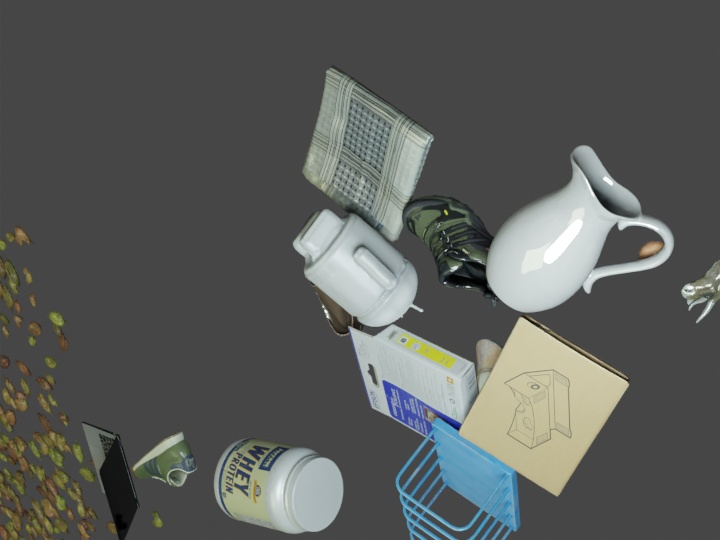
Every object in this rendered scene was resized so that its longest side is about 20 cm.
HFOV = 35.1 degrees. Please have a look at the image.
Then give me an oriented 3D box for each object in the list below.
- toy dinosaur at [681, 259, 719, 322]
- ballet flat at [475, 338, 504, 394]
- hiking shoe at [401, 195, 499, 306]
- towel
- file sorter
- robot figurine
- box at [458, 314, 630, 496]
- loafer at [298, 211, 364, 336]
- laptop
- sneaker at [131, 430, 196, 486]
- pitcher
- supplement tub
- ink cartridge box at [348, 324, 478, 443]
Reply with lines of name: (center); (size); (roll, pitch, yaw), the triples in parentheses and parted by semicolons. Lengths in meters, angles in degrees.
toy dinosaur: (0.452, 0.001, 1.241); (0.198, 0.077, 0.103); (5, 129, 36)
ballet flat: (0.207, 0.192, 1.581); (0.068, 0.067, 0.201); (-29, 93, 49)
hiking shoe: (0.124, -0.030, 1.499); (0.199, 0.100, 0.076); (32, 132, 25)
towel: (0.002, -0.157, 1.589); (0.192, 0.034, 0.201); (37, 136, 21)
file sorter: (0.139, 0.337, 1.645); (0.138, 0.123, 0.201); (30, 154, 27)
robot figurine: (0.000, 0.000, 1.607); (0.199, 0.113, 0.169); (40, 172, -12)
box: (0.239, 0.181, 1.514); (0.162, 0.021, 0.201); (31, 117, 10)
loafer: (-0.054, 0.015, 1.719); (0.073, 0.071, 0.202); (-4, 111, 45)
laptop: (-0.551, 0.451, 2.430); (0.198, 0.116, 0.189); (11, 121, 39)
sneaker: (-0.390, 0.397, 2.277); (0.090, 0.067, 0.200); (57, 136, 8)
pitcher: (0.260, -0.026, 1.374); (0.171, 0.121, 0.200); (39, 126, -2)
supplement tub: (-0.141, 0.372, 1.967); (0.198, 0.145, 0.147); (1, 115, 43)
ink cartridge box: (0.086, 0.170, 1.667); (0.199, 0.047, 0.199); (27, 148, 33)
